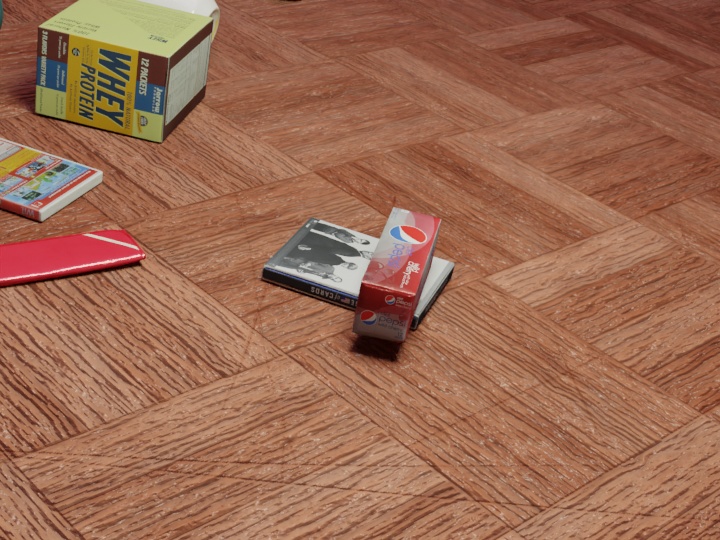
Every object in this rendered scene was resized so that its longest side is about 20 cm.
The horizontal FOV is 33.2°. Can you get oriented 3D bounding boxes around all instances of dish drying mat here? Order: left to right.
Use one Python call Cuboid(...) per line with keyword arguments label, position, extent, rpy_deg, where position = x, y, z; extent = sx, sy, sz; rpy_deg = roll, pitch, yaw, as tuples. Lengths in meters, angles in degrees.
Cuboid(label="dish drying mat", position=(-0.358, -0.017, 1.413), extent=(0.200, 0.018, 0.077), rpy_deg=(-10, 36, -31))

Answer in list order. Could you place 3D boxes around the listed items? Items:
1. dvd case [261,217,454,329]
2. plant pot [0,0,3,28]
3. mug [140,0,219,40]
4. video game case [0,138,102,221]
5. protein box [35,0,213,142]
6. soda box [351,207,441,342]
Cuboid(label="dvd case", position=(0.000, 0.000, 1.485), extent=(0.200, 0.025, 0.150), rpy_deg=(19, 31, 14))
Cuboid(label="plant pot", position=(-0.610, -0.317, 1.702), extent=(0.200, 0.200, 0.188), rpy_deg=(1, 46, -15))
Cuboid(label="mug", position=(-0.315, -0.438, 2.037), extent=(0.153, 0.150, 0.187), rpy_deg=(22, 38, 6))
Cuboid(label="video game case", position=(-0.458, -0.125, 1.571), extent=(0.200, 0.017, 0.143), rpy_deg=(18, 31, 14))
Cuboid(label="protein box", position=(-0.348, -0.307, 1.799), extent=(0.198, 0.135, 0.200), rpy_deg=(14, 29, 6))
Cuboid(label="soda box", position=(0.045, 0.002, 1.400), extent=(0.063, 0.070, 0.200), rpy_deg=(14, 30, 5))
